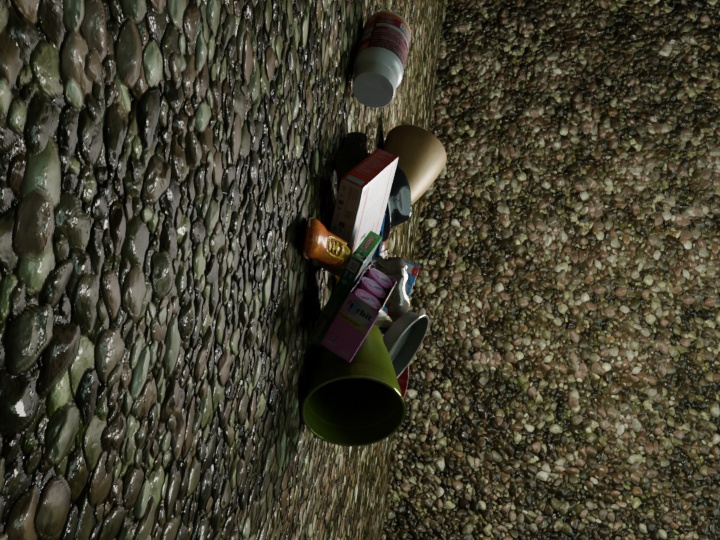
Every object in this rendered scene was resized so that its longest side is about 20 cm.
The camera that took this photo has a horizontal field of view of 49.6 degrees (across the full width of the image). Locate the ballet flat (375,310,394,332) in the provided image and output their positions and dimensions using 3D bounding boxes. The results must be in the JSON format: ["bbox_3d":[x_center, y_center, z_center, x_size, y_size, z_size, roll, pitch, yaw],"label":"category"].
[{"bbox_3d":[0.008,0.099,1.665,0.197,0.070,0.072,4,93,-41],"label":"ballet flat"}]

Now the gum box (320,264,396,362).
[{"bbox_3d":[0.002,0.073,1.451,0.115,0.065,0.200,-60,178,20],"label":"gum box"}]

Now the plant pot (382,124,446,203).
[{"bbox_3d":[0.120,-0.263,2.150,0.188,0.183,0.202,84,27,-55],"label":"plant pot"}]

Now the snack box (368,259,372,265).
[{"bbox_3d":[0.000,0.000,1.775,0.202,0.036,0.118,92,-8,-49],"label":"snack box"}]

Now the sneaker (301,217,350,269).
[{"bbox_3d":[-0.058,-0.047,1.370,0.200,0.075,0.075,37,61,-78],"label":"sneaker"}]

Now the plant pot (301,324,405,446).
[{"bbox_3d":[-0.015,0.204,1.538,0.195,0.195,0.203,-92,-179,-49],"label":"plant pot"}]

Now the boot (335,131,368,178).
[{"bbox_3d":[-0.012,-0.163,1.634,0.176,0.065,0.203,-71,166,-54],"label":"boot"}]

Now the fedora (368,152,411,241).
[{"bbox_3d":[0.063,-0.173,1.783,0.200,0.090,0.205,167,-90,-76],"label":"fedora"}]

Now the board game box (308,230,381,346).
[{"bbox_3d":[-0.029,0.034,1.482,0.202,0.029,0.135,-62,177,27],"label":"board game box"}]

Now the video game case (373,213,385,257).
[{"bbox_3d":[0.020,-0.111,1.763,0.202,0.017,0.145,97,-21,-52],"label":"video game case"}]

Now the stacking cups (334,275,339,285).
[{"bbox_3d":[-0.029,0.097,1.708,0.061,0.059,0.204,-68,162,-61],"label":"stacking cups"}]

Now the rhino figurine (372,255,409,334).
[{"bbox_3d":[0.068,0.064,1.763,0.060,0.085,0.205,-120,-153,-78],"label":"rhino figurine"}]

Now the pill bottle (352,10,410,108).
[{"bbox_3d":[0.042,-0.445,1.648,0.111,0.107,0.203,85,14,-51],"label":"pill bottle"}]

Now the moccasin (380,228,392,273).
[{"bbox_3d":[0.040,-0.008,1.899,0.205,0.077,0.073,-70,163,10],"label":"moccasin"}]

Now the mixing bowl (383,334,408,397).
[{"bbox_3d":[0.013,0.246,1.827,0.198,0.107,0.205,-7,99,-48],"label":"mixing bowl"}]

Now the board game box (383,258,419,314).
[{"bbox_3d":[0.063,0.073,1.952,0.200,0.055,0.199,177,-65,-77],"label":"board game box"}]

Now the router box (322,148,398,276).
[{"bbox_3d":[0.000,-0.114,1.536,0.180,0.048,0.203,-46,155,-54],"label":"router box"}]

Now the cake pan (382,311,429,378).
[{"bbox_3d":[0.080,0.174,1.713,0.200,0.036,0.202,-47,157,-26],"label":"cake pan"}]
